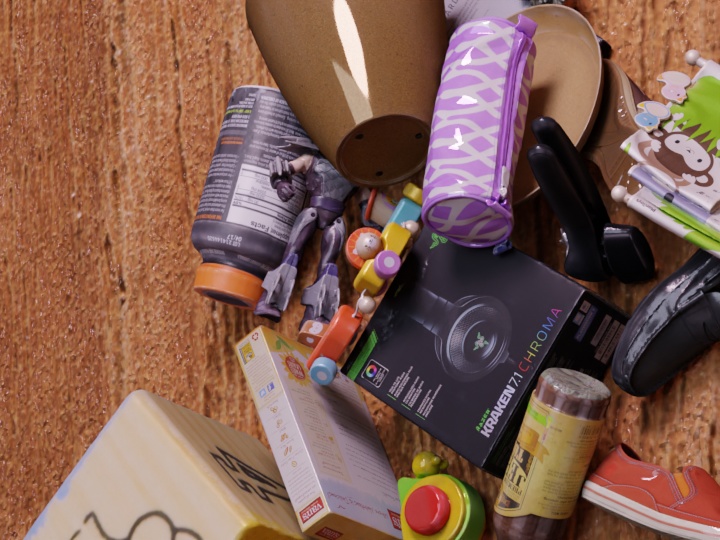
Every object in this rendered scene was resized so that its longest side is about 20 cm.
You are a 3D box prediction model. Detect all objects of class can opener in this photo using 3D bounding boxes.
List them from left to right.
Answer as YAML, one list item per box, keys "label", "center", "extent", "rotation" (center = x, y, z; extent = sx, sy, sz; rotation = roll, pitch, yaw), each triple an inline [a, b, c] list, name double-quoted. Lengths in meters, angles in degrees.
- label: "can opener"
  center: [0.180, -0.058, 1.653]
  extent: [0.078, 0.200, 0.064]
  rotation: [-15, 47, 22]

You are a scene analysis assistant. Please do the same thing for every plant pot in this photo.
- label: "plant pot"
  center: [0.003, -0.180, 1.792]
  extent: [0.186, 0.186, 0.201]
  rotation: [-34, 47, 22]
- label: "plant pot"
  center: [0.141, -0.138, 1.772]
  extent: [0.199, 0.027, 0.202]
  rotation: [-28, 48, 36]

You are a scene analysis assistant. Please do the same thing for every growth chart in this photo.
- label: "growth chart"
  center: [0.281, -0.093, 1.618]
  extent: [0.144, 0.018, 0.201]
  rotation: [26, 52, 12]

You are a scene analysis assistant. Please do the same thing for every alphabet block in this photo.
- label: "alphabet block"
  center: [-0.144, 0.255, 1.771]
  extent: [0.196, 0.196, 0.200]
  rotation: [-53, 50, 9]

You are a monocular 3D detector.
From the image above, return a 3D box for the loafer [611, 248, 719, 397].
- label: "loafer"
  center: [0.282, 0.026, 1.621]
  extent: [0.201, 0.068, 0.070]
  rotation: [-49, 42, 7]

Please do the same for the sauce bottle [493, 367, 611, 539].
- label: "sauce bottle"
  center: [0.145, 0.181, 1.639]
  extent: [0.064, 0.064, 0.202]
  rotation: [29, 108, 41]

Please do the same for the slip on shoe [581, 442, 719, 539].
- label: "slip on shoe"
  center: [0.261, 0.184, 1.575]
  extent: [0.199, 0.074, 0.062]
  rotation: [19, 81, 45]

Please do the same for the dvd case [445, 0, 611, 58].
- label: "dvd case"
  center: [0.120, -0.188, 1.861]
  extent: [0.200, 0.025, 0.151]
  rotation: [38, 97, 41]

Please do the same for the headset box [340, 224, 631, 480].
- label: "headset box"
  center: [0.103, 0.062, 1.728]
  extent: [0.199, 0.093, 0.175]
  rotation: [33, 92, 41]

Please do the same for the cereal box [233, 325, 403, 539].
- label: "cereal box"
  center: [-0.028, 0.154, 1.757]
  extent: [0.039, 0.144, 0.201]
  rotation: [-36, 53, 20]

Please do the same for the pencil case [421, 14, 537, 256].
- label: "pencil case"
  center: [0.103, -0.118, 1.707]
  extent: [0.085, 0.083, 0.202]
  rotation: [-33, 41, 50]

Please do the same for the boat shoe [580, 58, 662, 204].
- label: "boat shoe"
  center: [0.237, -0.109, 1.714]
  extent: [0.072, 0.071, 0.201]
  rotation: [-57, 26, 22]

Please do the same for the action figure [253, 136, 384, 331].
- label: "action figure"
  center: [-0.034, -0.044, 1.859]
  extent: [0.069, 0.129, 0.202]
  rotation: [148, 138, -76]

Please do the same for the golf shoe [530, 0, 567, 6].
- label: "golf shoe"
  center: [0.149, -0.317, 1.854]
  extent: [0.097, 0.079, 0.200]
  rotation: [-33, 48, -12]

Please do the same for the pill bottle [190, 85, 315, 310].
- label: "pill bottle"
  center: [-0.100, -0.066, 1.926]
  extent: [0.105, 0.106, 0.202]
  rotation: [7, 76, 39]

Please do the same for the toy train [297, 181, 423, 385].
- label: "toy train"
  center: [0.000, 0.000, 1.769]
  extent: [0.151, 0.055, 0.201]
  rotation: [-58, 2, 44]

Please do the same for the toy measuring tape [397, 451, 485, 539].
- label: "toy measuring tape"
  center: [0.077, 0.242, 1.691]
  extent: [0.073, 0.073, 0.202]
  rotation: [-25, 58, 27]
